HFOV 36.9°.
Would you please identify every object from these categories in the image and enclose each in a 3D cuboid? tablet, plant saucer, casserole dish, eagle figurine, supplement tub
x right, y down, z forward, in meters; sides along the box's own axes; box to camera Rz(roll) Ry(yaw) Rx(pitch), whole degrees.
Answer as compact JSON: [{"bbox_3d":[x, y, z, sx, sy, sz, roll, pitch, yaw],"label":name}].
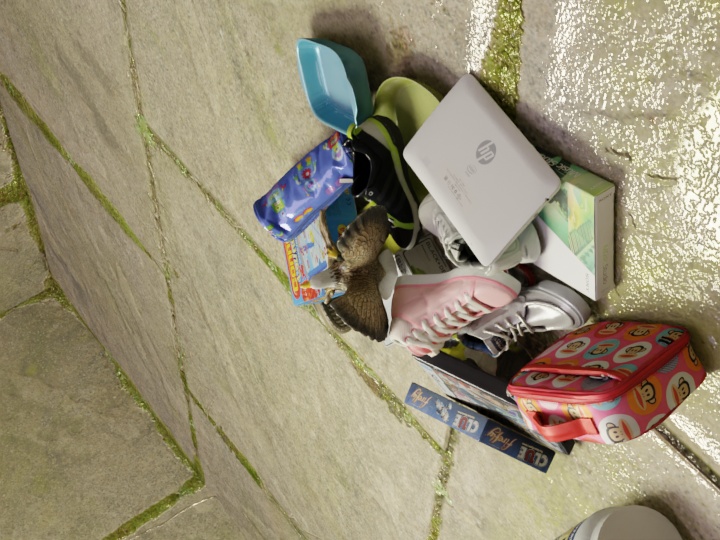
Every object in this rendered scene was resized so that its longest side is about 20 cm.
[{"bbox_3d":[0.133,-0.117,1.230,0.130,0.014,0.201,-49,54,23],"label":"tablet"},{"bbox_3d":[0.089,-0.158,1.378,0.200,0.031,0.201,45,152,31],"label":"plant saucer"},{"bbox_3d":[-0.033,-0.254,1.462,0.200,0.038,0.123,36,143,59],"label":"casserole dish"},{"bbox_3d":[-0.006,0.004,1.408,0.152,0.151,0.200,47,165,-15],"label":"eagle figurine"},{"bbox_3d":[0.323,0.389,1.395,0.145,0.143,0.201,52,154,15],"label":"supplement tub"}]

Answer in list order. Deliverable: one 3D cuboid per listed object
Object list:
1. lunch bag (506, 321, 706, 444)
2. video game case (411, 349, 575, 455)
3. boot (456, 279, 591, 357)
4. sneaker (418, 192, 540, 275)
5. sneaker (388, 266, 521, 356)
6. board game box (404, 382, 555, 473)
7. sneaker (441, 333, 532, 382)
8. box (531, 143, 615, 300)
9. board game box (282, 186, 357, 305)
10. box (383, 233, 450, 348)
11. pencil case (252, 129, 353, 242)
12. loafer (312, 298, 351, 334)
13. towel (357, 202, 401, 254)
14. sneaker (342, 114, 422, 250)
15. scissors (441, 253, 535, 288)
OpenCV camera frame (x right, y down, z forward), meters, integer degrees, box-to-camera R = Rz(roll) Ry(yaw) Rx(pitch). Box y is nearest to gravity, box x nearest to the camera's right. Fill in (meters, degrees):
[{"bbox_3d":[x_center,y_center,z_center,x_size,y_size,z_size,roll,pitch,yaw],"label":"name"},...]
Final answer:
[{"bbox_3d":[0.260,0.130,1.193,0.199,0.175,0.083,-5,114,62],"label":"lunch bag"},{"bbox_3d":[0.178,0.171,1.426,0.198,0.026,0.181,24,167,28],"label":"video game case"},{"bbox_3d":[0.196,0.069,1.329,0.074,0.096,0.199,47,161,-15],"label":"boot"},{"bbox_3d":[0.124,-0.047,1.296,0.199,0.081,0.076,26,142,53],"label":"sneaker"},{"bbox_3d":[0.110,0.057,1.332,0.075,0.106,0.199,30,156,-36],"label":"sneaker"},{"bbox_3d":[0.166,0.222,1.538,0.135,0.035,0.199,29,175,-29],"label":"board game box"},{"bbox_3d":[0.175,0.127,1.502,0.199,0.075,0.085,20,163,45],"label":"sneaker"},{"bbox_3d":[0.208,-0.070,1.242,0.199,0.036,0.146,34,145,43],"label":"box"},{"bbox_3d":[-0.065,-0.058,1.677,0.195,0.055,0.203,-22,78,65],"label":"board game box"},{"bbox_3d":[0.069,0.033,1.584,0.118,0.060,0.200,62,155,2],"label":"box"},{"bbox_3d":[-0.064,-0.119,1.538,0.199,0.078,0.088,-38,51,25],"label":"pencil case"},{"bbox_3d":[-0.064,0.012,1.812,0.202,0.075,0.067,68,158,2],"label":"loafer"},{"bbox_3d":[0.030,-0.059,1.619,0.087,0.018,0.200,54,154,0],"label":"towel"},{"bbox_3d":[0.020,-0.109,1.429,0.071,0.082,0.202,25,139,52],"label":"sneaker"},{"bbox_3d":[0.161,-0.026,1.411,0.199,0.014,0.074,24,140,54],"label":"scissors"}]
